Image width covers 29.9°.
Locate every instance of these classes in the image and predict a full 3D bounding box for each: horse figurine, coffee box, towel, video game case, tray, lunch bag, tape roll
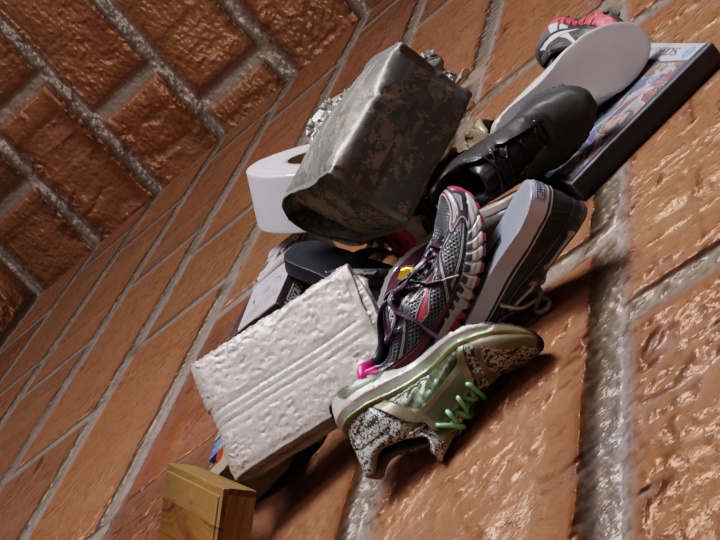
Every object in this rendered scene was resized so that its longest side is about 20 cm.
[{"bbox_3d":[0.083,-0.135,1.527,0.202,0.049,0.133,-68,9,-27],"label":"horse figurine"},{"bbox_3d":[-0.066,0.046,1.542,0.079,0.113,0.201,-35,16,26],"label":"coffee box"},{"bbox_3d":[-0.059,0.096,1.282,0.198,0.134,0.034,-32,-29,7],"label":"towel"},{"bbox_3d":[0.264,-0.162,1.406,0.200,0.026,0.181,-44,15,-2],"label":"video game case"},{"bbox_3d":[-0.151,0.245,1.281,0.200,0.036,0.100,176,102,-68],"label":"tray"},{"bbox_3d":[0.007,-0.122,1.413,0.166,0.117,0.199,-62,17,-16],"label":"lunch bag"},{"bbox_3d":[-0.033,-0.106,1.607,0.199,0.072,0.203,-10,14,3],"label":"tape roll"}]

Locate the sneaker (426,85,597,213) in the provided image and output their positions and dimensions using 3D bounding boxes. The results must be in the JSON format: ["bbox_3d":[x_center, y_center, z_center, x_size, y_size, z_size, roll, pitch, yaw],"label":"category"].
[{"bbox_3d":[0.149,-0.110,1.338,0.199,0.076,0.091,-36,4,18],"label":"sneaker"}]

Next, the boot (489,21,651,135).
[{"bbox_3d":[0.215,-0.188,1.430,0.199,0.073,0.090,-36,1,-1],"label":"boot"}]

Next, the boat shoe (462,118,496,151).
[{"bbox_3d":[0.153,-0.143,1.551,0.199,0.074,0.076,-38,15,20],"label":"boat shoe"}]

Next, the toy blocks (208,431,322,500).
[{"bbox_3d":[-0.107,0.164,1.400,0.137,0.099,0.202,-47,18,44],"label":"toy blocks"}]

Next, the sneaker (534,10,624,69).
[{"bbox_3d":[0.247,-0.255,1.611,0.098,0.071,0.200,-44,16,-9],"label":"sneaker"}]

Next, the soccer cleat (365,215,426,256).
[{"bbox_3d":[0.046,-0.065,1.630,0.086,0.070,0.200,-45,15,-10],"label":"soccer cleat"}]

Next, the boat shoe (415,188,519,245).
[{"bbox_3d":[0.119,-0.031,1.386,0.066,0.058,0.199,-28,2,-28],"label":"boat shoe"}]

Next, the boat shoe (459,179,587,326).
[{"bbox_3d":[0.137,0.006,1.202,0.074,0.067,0.201,-87,20,-54],"label":"boat shoe"}]

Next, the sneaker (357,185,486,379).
[{"bbox_3d":[0.058,0.023,1.196,0.081,0.074,0.203,-161,87,-78],"label":"sneaker"}]

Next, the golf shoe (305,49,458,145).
[{"bbox_3d":[0.025,-0.176,1.590,0.198,0.079,0.097,-26,-17,-16],"label":"golf shoe"}]

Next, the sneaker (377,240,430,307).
[{"bbox_3d":[0.042,0.059,1.328,0.201,0.075,0.090,-51,24,-5],"label":"sneaker"}]

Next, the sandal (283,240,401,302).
[{"bbox_3d":[-0.001,0.000,1.435,0.198,0.043,0.076,15,34,29],"label":"sandal"}]

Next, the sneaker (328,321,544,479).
[{"bbox_3d":[0.072,0.115,1.128,0.198,0.077,0.090,-29,57,18],"label":"sneaker"}]
